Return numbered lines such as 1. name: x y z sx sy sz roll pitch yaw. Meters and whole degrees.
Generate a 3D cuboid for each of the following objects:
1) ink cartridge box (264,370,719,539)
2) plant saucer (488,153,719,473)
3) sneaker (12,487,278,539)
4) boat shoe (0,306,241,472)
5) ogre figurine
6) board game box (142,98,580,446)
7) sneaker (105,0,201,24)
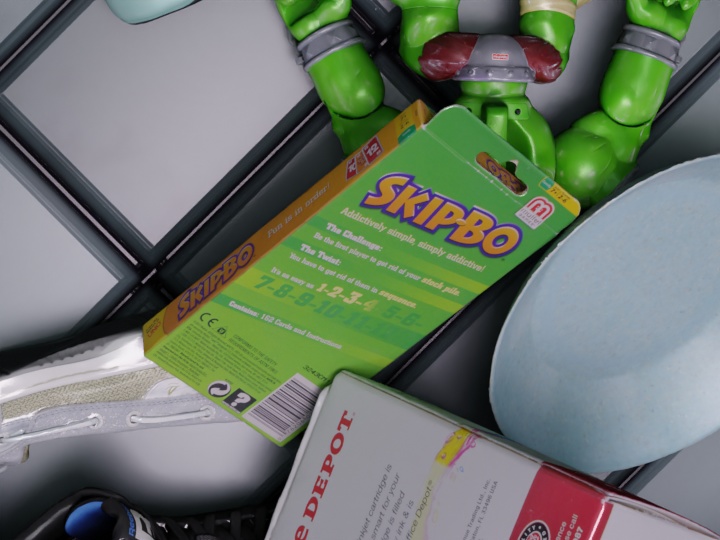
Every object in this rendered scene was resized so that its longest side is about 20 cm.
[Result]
1. ink cartridge box: 0.047 0.146 1.114 0.083 0.200 0.146 21 91 -38
2. plant saucer: 0.145 0.013 1.203 0.200 0.039 0.202 -17 136 -17
3. sneaker: -0.080 0.141 1.190 0.199 0.112 0.073 -17 55 -2
4. boat shoe: -0.147 0.069 1.204 0.201 0.074 0.065 -17 99 -11
5. ogre figurine: 0.060 -0.088 1.190 0.199 0.098 0.121 3 86 -19
6. board game box: 0.000 0.000 1.146 0.200 0.030 0.095 -37 126 25
7. sneaker: -0.049 -0.214 1.174 0.199 0.078 0.141 -21 99 -3
